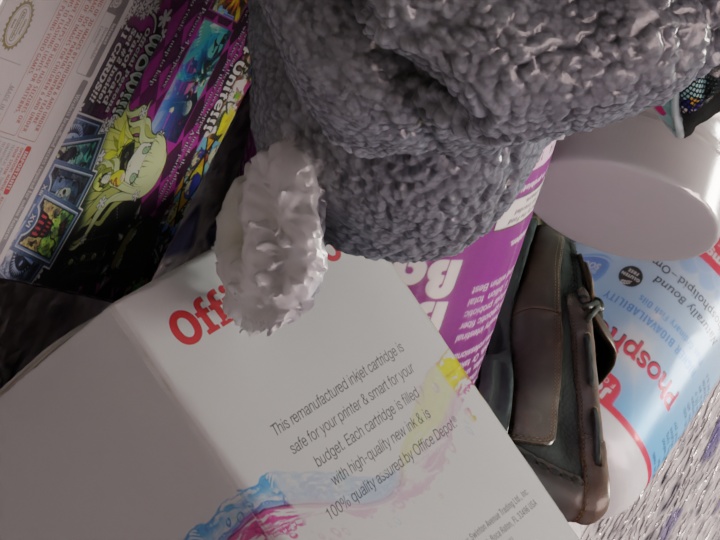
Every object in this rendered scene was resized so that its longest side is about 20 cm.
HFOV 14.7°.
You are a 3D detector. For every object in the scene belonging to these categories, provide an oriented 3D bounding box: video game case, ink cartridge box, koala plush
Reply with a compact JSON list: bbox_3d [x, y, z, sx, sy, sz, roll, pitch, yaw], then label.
[{"bbox_3d":[-0.075,-0.090,0.875,0.201,0.036,0.181,-63,158,5],"label":"video game case"},{"bbox_3d":[-0.033,0.102,0.941,0.145,0.200,0.145,-36,176,34],"label":"ink cartridge box"},{"bbox_3d":[0.018,-0.072,0.832,0.177,0.184,0.200,-35,158,-31],"label":"koala plush"}]

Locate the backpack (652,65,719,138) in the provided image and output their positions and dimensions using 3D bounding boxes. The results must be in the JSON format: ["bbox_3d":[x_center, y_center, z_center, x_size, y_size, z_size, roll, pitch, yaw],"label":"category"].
[{"bbox_3d":[0.091,-0.165,0.975,0.150,0.178,0.200,-20,143,-16],"label":"backpack"}]

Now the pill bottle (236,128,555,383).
[{"bbox_3d":[0.000,0.000,1.065,0.112,0.112,0.201,-31,143,-54],"label":"pill bottle"}]

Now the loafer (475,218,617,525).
[{"bbox_3d":[0.077,0.047,1.150,0.200,0.063,0.072,-72,177,-60],"label":"loafer"}]

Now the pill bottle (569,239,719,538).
[{"bbox_3d":[0.119,0.055,1.429,0.200,0.109,0.109,-53,158,-25],"label":"pill bottle"}]

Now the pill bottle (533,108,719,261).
[{"bbox_3d":[0.130,-0.111,1.136,0.111,0.111,0.201,73,32,-63],"label":"pill bottle"}]

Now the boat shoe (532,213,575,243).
[{"bbox_3d":[0.105,-0.063,1.250,0.200,0.075,0.062,-45,175,19],"label":"boat shoe"}]
